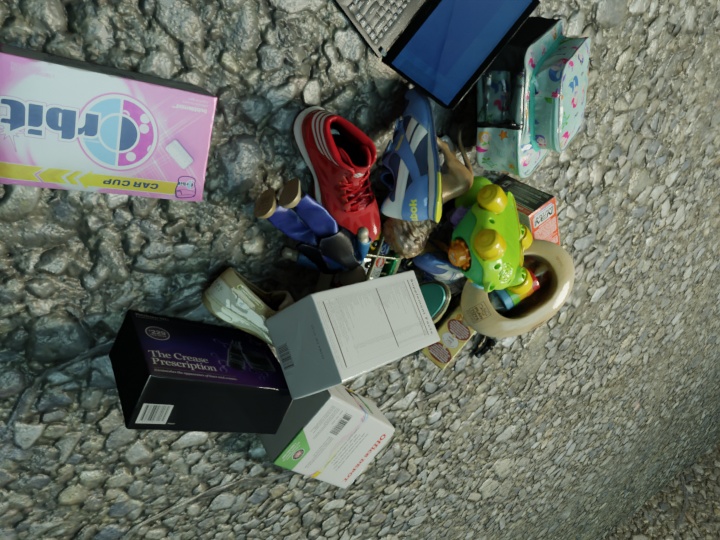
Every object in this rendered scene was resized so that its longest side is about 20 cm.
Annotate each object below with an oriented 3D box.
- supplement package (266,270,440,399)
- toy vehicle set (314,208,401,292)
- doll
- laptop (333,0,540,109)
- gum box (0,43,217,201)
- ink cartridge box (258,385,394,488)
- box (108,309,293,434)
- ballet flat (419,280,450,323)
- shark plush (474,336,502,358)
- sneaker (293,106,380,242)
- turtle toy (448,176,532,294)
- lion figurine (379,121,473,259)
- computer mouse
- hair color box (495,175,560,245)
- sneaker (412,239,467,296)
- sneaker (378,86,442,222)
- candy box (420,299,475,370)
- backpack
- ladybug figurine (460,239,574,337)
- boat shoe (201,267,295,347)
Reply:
[{"bbox_3d":[-0.005,0.083,0.707,0.199,0.115,0.109,-11,167,-45],"label":"supplement package"},{"bbox_3d":[0.000,0.000,0.810,0.123,0.026,0.201,5,114,-36],"label":"toy vehicle set"},{"bbox_3d":[-0.055,-0.037,0.698,0.136,0.049,0.200,-16,140,28],"label":"doll"},{"bbox_3d":[0.086,-0.332,0.615,0.178,0.103,0.200,-51,133,1],"label":"laptop"},{"bbox_3d":[-0.256,-0.141,0.518,0.199,0.066,0.114,1,115,-35],"label":"gum box"},{"bbox_3d":[-0.055,0.278,0.903,0.145,0.084,0.200,-49,132,1],"label":"ink cartridge box"},{"bbox_3d":[-0.203,0.134,0.675,0.199,0.141,0.079,18,104,-40],"label":"box"},{"bbox_3d":[0.085,0.082,0.863,0.070,0.071,0.200,16,133,-40],"label":"ballet flat"},{"bbox_3d":[0.313,0.108,1.072,0.201,0.090,0.083,-65,161,9],"label":"shark plush"},{"bbox_3d":[-0.014,-0.105,0.657,0.078,0.115,0.201,-36,120,-8],"label":"sneaker"},{"bbox_3d":[0.185,-0.057,0.772,0.146,0.100,0.201,40,49,-43],"label":"turtle toy"},{"bbox_3d":[0.104,-0.116,0.748,0.199,0.123,0.072,-36,175,-4],"label":"lion figurine"},{"bbox_3d":[0.143,-0.072,0.862,0.200,0.034,0.059,-49,134,2],"label":"computer mouse"},{"bbox_3d":[0.291,-0.057,0.921,0.064,0.111,0.201,-34,131,-13],"label":"hair color box"},{"bbox_3d":[0.138,0.008,0.861,0.199,0.075,0.088,12,122,-52],"label":"sneaker"},{"bbox_3d":[0.062,-0.155,0.682,0.082,0.202,0.074,-6,155,12],"label":"sneaker"},{"bbox_3d":[0.192,0.083,0.939,0.200,0.055,0.115,-49,171,2],"label":"candy box"},{"bbox_3d":[0.239,-0.239,0.744,0.178,0.150,0.201,-46,146,-38],"label":"backpack"},{"bbox_3d":[0.246,0.030,0.840,0.199,0.072,0.136,-29,87,-1],"label":"ladybug figurine"},{"bbox_3d":[-0.121,0.060,0.729,0.199,0.074,0.069,32,98,-38],"label":"boat shoe"}]
